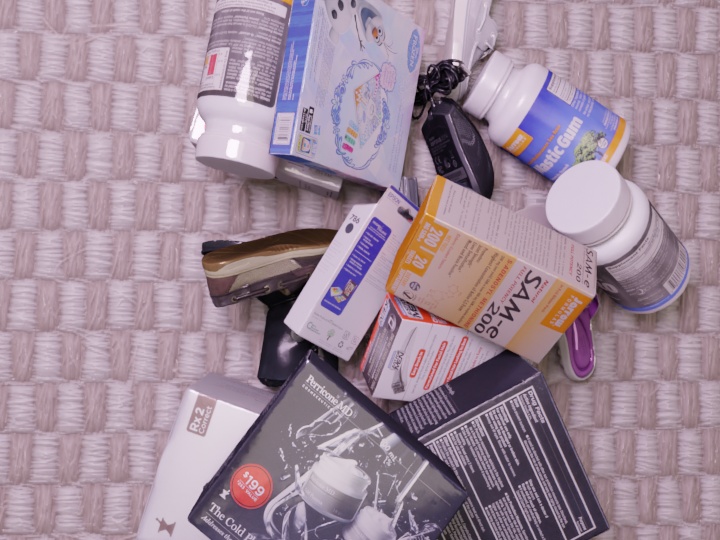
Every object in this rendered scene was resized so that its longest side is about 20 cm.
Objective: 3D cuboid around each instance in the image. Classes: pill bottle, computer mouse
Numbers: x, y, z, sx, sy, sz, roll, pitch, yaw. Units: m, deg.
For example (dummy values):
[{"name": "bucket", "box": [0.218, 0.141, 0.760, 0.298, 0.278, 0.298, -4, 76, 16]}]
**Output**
[{"name": "pill bottle", "box": [0.233, -0.190, 0.961, 0.197, 0.112, 0.114, 31, 86, -3]}, {"name": "pill bottle", "box": [0.314, -0.039, 0.918, 0.199, 0.113, 0.115, 36, 85, -37]}, {"name": "pill bottle", "box": [-0.122, -0.214, 0.847, 0.113, 0.116, 0.205, 12, 86, -4]}, {"name": "computer mouse", "box": [0.127, -0.164, 0.958, 0.052, 0.138, 0.205, -22, 98, -22]}]

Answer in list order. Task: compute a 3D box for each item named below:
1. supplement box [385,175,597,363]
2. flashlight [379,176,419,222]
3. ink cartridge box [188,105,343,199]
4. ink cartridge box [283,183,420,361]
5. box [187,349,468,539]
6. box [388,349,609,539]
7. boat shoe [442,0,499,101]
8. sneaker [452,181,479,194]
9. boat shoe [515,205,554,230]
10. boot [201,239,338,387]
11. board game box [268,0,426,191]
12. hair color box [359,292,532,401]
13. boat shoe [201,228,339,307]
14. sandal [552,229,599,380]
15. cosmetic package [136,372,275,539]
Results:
[{"name": "supplement box", "box": [0.141, 0.002, 0.824, 0.196, 0.127, 0.074, 24, 44, -2]}, {"name": "flashlight", "box": [0.055, -0.016, 0.960, 0.066, 0.067, 0.206, -1, 93, 30]}, {"name": "ink cartridge box", "box": [-0.099, -0.194, 0.949, 0.195, 0.084, 0.148, 18, 86, -4]}, {"name": "ink cartridge box", "box": [0.000, 0.000, 0.887, 0.099, 0.039, 0.202, 34, 90, -44]}, {"name": "box", "box": [-0.031, 0.214, 0.727, 0.199, 0.104, 0.183, 38, 87, -2]}, {"name": "box", "box": [0.142, 0.232, 0.857, 0.195, 0.123, 0.204, -26, 99, -1]}, {"name": "boat shoe", "box": [0.149, -0.317, 0.986, 0.067, 0.072, 0.205, 9, 78, -3]}, {"name": "sneaker", "box": [0.175, -0.039, 0.876, 0.199, 0.082, 0.071, 40, 60, -16]}, {"name": "boat shoe", "box": [0.175, -0.027, 0.978, 0.197, 0.092, 0.076, -16, 85, -33]}, {"name": "boot", "box": [-0.113, 0.058, 0.943, 0.195, 0.076, 0.173, 10, 84, -10]}, {"name": "board game box", "box": [-0.009, -0.210, 0.863, 0.043, 0.197, 0.206, 10, 89, 39]}, {"name": "hair color box", "box": [0.110, 0.102, 0.919, 0.195, 0.064, 0.113, 10, 116, -24]}, {"name": "boat shoe", "box": [-0.091, -0.005, 0.885, 0.196, 0.073, 0.067, -11, 112, -28]}, {"name": "sandal", "box": [0.279, 0.043, 0.964, 0.082, 0.049, 0.207, -29, 110, -34]}, {"name": "cosmetic package", "box": [-0.139, 0.229, 0.874, 0.161, 0.200, 0.169, 19, 87, -3]}]
